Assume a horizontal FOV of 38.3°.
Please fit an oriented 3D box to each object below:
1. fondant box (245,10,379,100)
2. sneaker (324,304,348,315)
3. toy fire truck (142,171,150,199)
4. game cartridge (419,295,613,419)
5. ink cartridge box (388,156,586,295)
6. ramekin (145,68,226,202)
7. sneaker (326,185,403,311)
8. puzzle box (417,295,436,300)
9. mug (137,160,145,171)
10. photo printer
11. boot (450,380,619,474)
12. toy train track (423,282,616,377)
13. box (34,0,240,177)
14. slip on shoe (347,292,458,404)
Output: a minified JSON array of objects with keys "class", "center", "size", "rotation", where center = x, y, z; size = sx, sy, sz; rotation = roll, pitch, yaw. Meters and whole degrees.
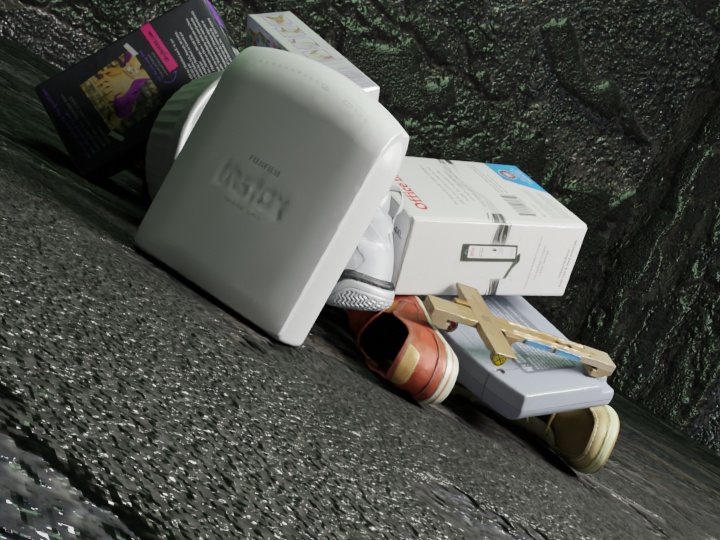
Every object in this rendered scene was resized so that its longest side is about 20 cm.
[{"class":"fondant box","center":[-0.061,-0.176,1.133],"size":[0.058,0.145,0.200],"rotation":[-15,42,-29]},{"class":"sneaker","center":[0.000,0.000,1.129],"size":[0.073,0.088,0.200],"rotation":[17,8,23]},{"class":"toy fire truck","center":[-0.144,-0.069,1.162],"size":[0.140,0.049,0.200],"rotation":[9,17,-41]},{"class":"game cartridge","center":[0.136,0.072,1.010],"size":[0.132,0.041,0.200],"rotation":[1,30,-32]},{"class":"ink cartridge box","center":[0.096,-0.045,1.026],"size":[0.198,0.085,0.146],"rotation":[1,29,-26]},{"class":"ramekin","center":[-0.116,-0.102,1.004],"size":[0.202,0.204,0.094],"rotation":[27,-6,-42]},{"class":"sneaker","center":[-0.058,-0.038,0.905],"size":[0.198,0.116,0.075],"rotation":[12,5,-4]},{"class":"puzzle box","center":[0.057,-0.035,1.112],"size":[0.132,0.026,0.200],"rotation":[23,28,19]},{"class":"mug","center":[-0.229,-0.186,1.393],"size":[0.133,0.178,0.200],"rotation":[31,7,-37]},{"class":"photo printer","center":[-0.066,-0.067,0.821],"size":[0.166,0.201,0.069],"rotation":[32,4,18]},{"class":"boot","center":[0.162,0.128,1.043],"size":[0.154,0.073,0.200],"rotation":[28,4,-11]},{"class":"toy train track","center":[0.141,0.067,0.939],"size":[0.198,0.033,0.115],"rotation":[18,25,-22]},{"class":"box","center":[-0.220,-0.190,1.100],"size":[0.107,0.199,0.122],"rotation":[62,3,-3]},{"class":"slip on shoe","center":[0.025,0.056,0.940],"size":[0.061,0.075,0.200],"rotation":[25,10,-24]}]
